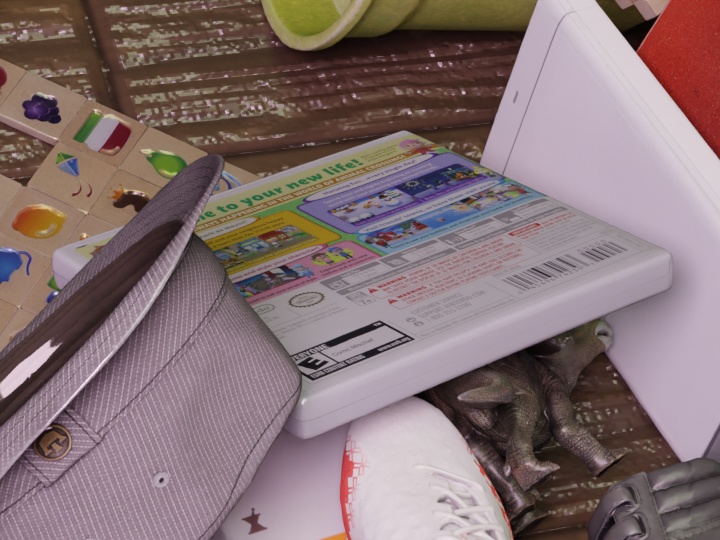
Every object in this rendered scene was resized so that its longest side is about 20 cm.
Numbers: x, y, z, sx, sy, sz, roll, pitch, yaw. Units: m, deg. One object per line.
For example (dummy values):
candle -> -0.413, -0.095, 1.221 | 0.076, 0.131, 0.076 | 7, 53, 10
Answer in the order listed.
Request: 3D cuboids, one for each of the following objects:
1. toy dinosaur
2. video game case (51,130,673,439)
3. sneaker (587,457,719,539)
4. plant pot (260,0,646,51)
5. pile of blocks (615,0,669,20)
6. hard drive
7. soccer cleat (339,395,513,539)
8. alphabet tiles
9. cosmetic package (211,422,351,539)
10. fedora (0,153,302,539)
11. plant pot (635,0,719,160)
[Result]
toy dinosaur -> 0.056, 0.056, 1.079 | 0.102, 0.077, 0.200 | 55, 22, 17
video game case -> 0.000, 0.000, 1.059 | 0.200, 0.022, 0.182 | -21, 32, -33
sneaker -> 0.114, 0.148, 1.052 | 0.200, 0.071, 0.099 | -25, 57, -34
plant pot -> 0.067, -0.198, 1.259 | 0.184, 0.200, 0.200 | 6, 49, -23
pile of blocks -> 0.155, -0.206, 1.182 | 0.082, 0.062, 0.200 | 29, 74, -16
hard drive -> 0.128, -0.019, 1.147 | 0.027, 0.132, 0.200 | -17, 57, -27
soccer cleat -> 0.038, 0.122, 0.946 | 0.069, 0.085, 0.200 | -1, 53, -15
alphabet tiles -> -0.157, -0.010, 1.152 | 0.167, 0.008, 0.200 | 25, 50, 7
cosmetic package -> -0.026, 0.100, 1.050 | 0.101, 0.071, 0.200 | -15, 56, -24
fedora -> -0.091, 0.059, 0.916 | 0.090, 0.177, 0.200 | 45, 81, -12
plant pot -> 0.245, -0.041, 1.167 | 0.200, 0.200, 0.176 | -12, 67, -22
